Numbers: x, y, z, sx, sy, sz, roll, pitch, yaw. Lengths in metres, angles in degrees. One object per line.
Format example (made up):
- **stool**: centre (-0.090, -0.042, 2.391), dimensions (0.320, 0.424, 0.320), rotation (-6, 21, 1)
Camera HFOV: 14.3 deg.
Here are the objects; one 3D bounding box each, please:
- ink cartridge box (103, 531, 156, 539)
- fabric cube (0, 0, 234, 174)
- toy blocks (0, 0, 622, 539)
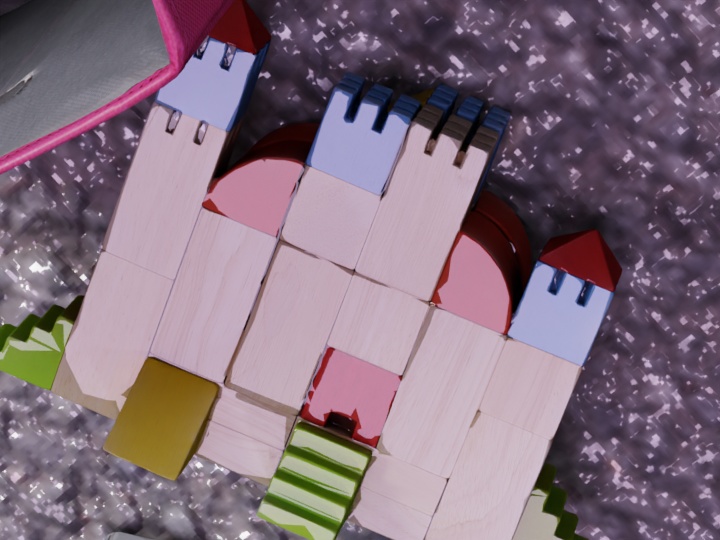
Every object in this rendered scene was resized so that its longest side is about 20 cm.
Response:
- **ink cartridge box**: centre (-0.043, 0.216, 0.965), dimensions (0.144, 0.145, 0.201), rotation (10, 118, 11)
- **fabric cube**: centre (-0.142, -0.132, 0.791), dimensions (0.199, 0.200, 0.197), rotation (-24, 107, 24)
- **toy blocks**: centre (0.000, 0.000, 0.887), dimensions (0.199, 0.100, 0.137), rotation (23, 108, 4)
